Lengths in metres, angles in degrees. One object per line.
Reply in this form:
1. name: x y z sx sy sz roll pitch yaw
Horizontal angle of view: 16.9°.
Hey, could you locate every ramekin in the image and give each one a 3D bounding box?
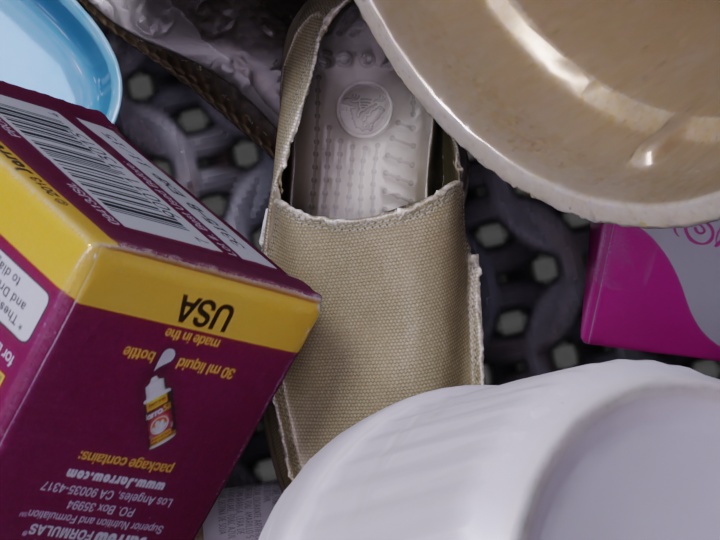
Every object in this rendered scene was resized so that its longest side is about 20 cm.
1. ramekin: 0.072 0.117 0.673 0.202 0.094 0.203 17 61 -33

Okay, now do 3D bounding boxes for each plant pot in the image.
1. plant pot: 0.117 -0.137 0.687 0.183 0.200 0.201 -27 86 -38

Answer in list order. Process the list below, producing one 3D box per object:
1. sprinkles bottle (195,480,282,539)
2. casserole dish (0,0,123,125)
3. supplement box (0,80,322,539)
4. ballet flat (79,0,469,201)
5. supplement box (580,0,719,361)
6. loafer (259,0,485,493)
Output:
1. sprinkles bottle: 0.002 0.098 0.805 0.199 0.068 0.069 -8 87 1
2. casserole dish: -0.170 -0.077 0.831 0.200 0.039 0.121 41 90 2
3. supplement box: -0.123 0.055 0.741 0.131 0.103 0.200 39 105 38
4. ballet flat: -0.040 -0.084 0.832 0.200 0.046 0.067 42 85 7
5. supplement box: 0.176 -0.030 0.775 0.199 0.101 0.104 7 52 0
6. loafer: 0.000 0.000 0.760 0.076 0.067 0.201 -7 80 3
